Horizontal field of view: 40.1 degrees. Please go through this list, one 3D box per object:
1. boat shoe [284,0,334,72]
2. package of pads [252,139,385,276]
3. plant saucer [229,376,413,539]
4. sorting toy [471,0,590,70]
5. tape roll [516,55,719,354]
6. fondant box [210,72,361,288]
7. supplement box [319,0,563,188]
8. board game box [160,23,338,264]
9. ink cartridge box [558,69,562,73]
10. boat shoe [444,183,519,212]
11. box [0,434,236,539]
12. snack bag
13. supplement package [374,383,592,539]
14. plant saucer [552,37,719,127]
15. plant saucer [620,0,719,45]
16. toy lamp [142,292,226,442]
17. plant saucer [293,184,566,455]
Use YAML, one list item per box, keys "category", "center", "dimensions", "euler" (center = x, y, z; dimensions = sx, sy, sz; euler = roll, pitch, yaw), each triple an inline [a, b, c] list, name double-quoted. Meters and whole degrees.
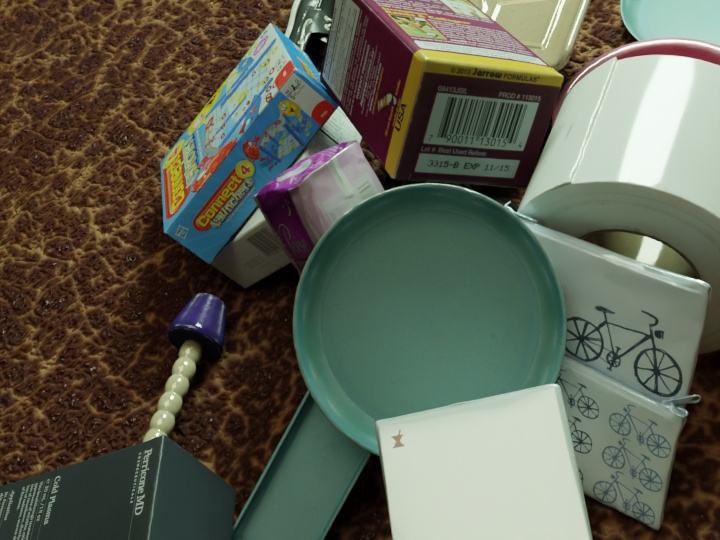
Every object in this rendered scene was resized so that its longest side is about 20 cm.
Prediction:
- category: "boat shoe"
  center: [-0.059, -0.264, 1.154]
  dimensions: [0.060, 0.074, 0.202]
  euler: [13, 61, 28]
- category: "package of pads"
  center: [0.000, 0.000, 0.815]
  dimensions: [0.075, 0.202, 0.120]
  euler: [-34, 12, -22]
- category: "plant saucer"
  center: [-0.031, 0.147, 0.775]
  dimensions: [0.069, 0.019, 0.202]
  euler: [30, 98, 14]
- category: "sorting toy"
  center: [0.140, -0.275, 0.973]
  dimensions: [0.197, 0.037, 0.187]
  euler: [11, 66, 31]
- category: "tape roll"
  center: [0.232, -0.047, 0.784]
  dimensions: [0.200, 0.204, 0.140]
  euler: [10, 55, 26]
- category: "fondant box"
  center: [-0.068, -0.096, 0.985]
  dimensions: [0.144, 0.058, 0.202]
  euler: [-28, 35, 46]
- category: "supplement box"
  center: [0.059, -0.162, 0.835]
  dimensions: [0.129, 0.104, 0.201]
  euler: [1, 32, -23]
- category: "board game box"
  center: [-0.119, -0.133, 0.987]
  dimensions: [0.196, 0.056, 0.200]
  euler: [-49, 25, 11]
- category: "ink cartridge box"
  center: [0.120, -0.204, 1.009]
  dimensions: [0.143, 0.084, 0.202]
  euler: [15, 68, 28]
- category: "boat shoe"
  center: [0.079, -0.042, 0.891]
  dimensions: [0.062, 0.076, 0.199]
  euler: [-37, 12, -31]
- category: "box"
  center: [-0.200, 0.254, 0.739]
  dimensions: [0.180, 0.104, 0.202]
  euler: [-19, 47, 23]
- category: "snack bag"
  center: [0.160, 0.070, 0.737]
  dimensions: [0.187, 0.203, 0.021]
  euler: [24, 30, 34]
- category: "supplement package"
  center: [0.091, 0.171, 0.647]
  dimensions: [0.115, 0.200, 0.119]
  euler: [-12, 61, 9]
- category: "plant saucer"
  center: [0.285, -0.138, 0.942]
  dimensions: [0.197, 0.051, 0.203]
  euler: [-10, 51, 12]
- category: "plant saucer"
  center: [0.376, -0.280, 1.040]
  dimensions: [0.197, 0.028, 0.202]
  euler: [-10, 50, 12]
- category: "toy lamp"
  center: [-0.170, 0.111, 0.900]
  dimensions: [0.057, 0.059, 0.202]
  euler: [3, 53, 22]
- category: "plant saucer"
  center: [0.050, 0.039, 0.724]
  dimensions: [0.196, 0.027, 0.204]
  euler: [0, 93, 6]
